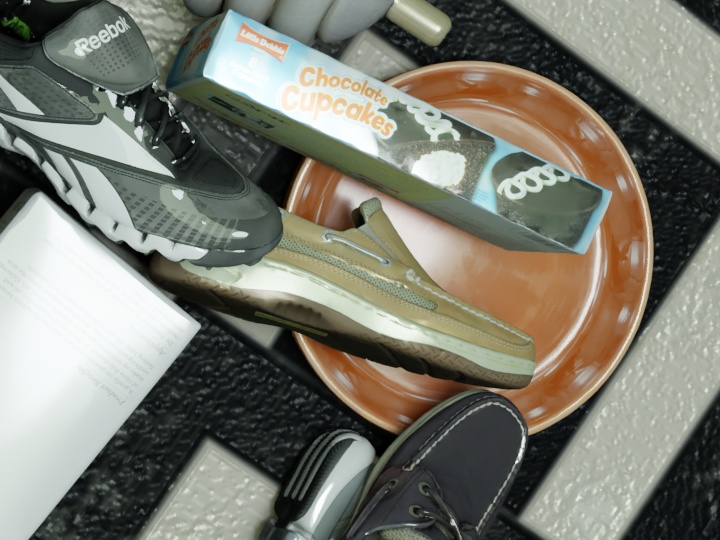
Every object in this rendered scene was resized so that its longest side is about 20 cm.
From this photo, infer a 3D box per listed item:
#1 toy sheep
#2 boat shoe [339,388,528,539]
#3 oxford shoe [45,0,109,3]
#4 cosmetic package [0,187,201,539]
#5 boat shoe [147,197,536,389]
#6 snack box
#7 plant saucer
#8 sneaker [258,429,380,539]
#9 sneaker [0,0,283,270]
[{"bbox_3d":[-0.039,-0.174,1.027,0.200,0.138,0.138,38,85,3],"label":"toy sheep"},{"bbox_3d":[0.023,0.138,1.041,0.200,0.065,0.072,-45,104,-22],"label":"boat shoe"},{"bbox_3d":[-0.144,-0.184,0.996,0.058,0.075,0.200,-19,142,-37],"label":"oxford shoe"},{"bbox_3d":[-0.183,0.068,1.036,0.108,0.085,0.200,42,85,-12],"label":"cosmetic package"},{"bbox_3d":[0.000,0.000,1.053,0.200,0.072,0.076,20,78,-13],"label":"boat shoe"},{"bbox_3d":[0.010,-0.063,1.023,0.200,0.116,0.037,24,86,-14],"label":"snack box"},{"bbox_3d":[0.054,-0.009,1.112,0.200,0.032,0.200,-1,93,-13],"label":"plant saucer"},{"bbox_3d":[-0.016,0.192,1.091,0.115,0.075,0.200,32,86,-15],"label":"sneaker"},{"bbox_3d":[-0.118,-0.076,0.988,0.200,0.066,0.091,33,130,10],"label":"sneaker"}]
